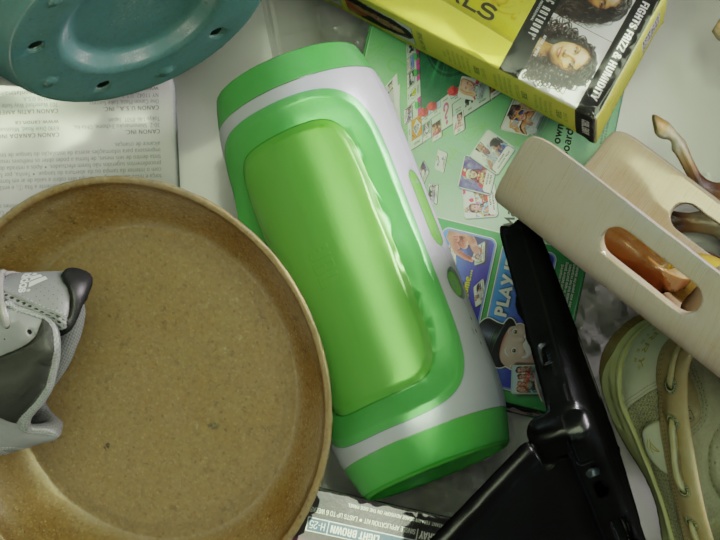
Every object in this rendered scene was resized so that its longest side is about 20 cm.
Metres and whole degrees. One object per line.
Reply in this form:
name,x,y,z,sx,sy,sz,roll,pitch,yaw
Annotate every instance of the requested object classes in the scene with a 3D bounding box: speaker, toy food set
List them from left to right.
speaker,0.000,0.000,0.943,0.088,0.088,0.201,-19,79,-7
toy food set,0.146,-0.013,0.887,0.143,0.200,0.061,39,103,11

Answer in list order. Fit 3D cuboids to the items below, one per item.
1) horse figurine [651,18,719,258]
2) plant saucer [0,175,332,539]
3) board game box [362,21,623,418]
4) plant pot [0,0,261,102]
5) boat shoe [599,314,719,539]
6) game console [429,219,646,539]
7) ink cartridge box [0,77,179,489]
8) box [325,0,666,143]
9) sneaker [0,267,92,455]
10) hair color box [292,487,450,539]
horse figurine,0.213,-0.058,1.018,0.132,0.050,0.200,35,79,7
plant saucer,-0.101,0.055,0.935,0.199,0.035,0.202,3,99,19
board game box,0.052,-0.039,1.012,0.134,0.029,0.202,14,80,-1
plant pot,-0.127,-0.176,0.918,0.199,0.201,0.162,-24,68,-8
boat shoe,0.180,0.111,0.951,0.073,0.063,0.202,-31,107,-15
game console,0.061,0.111,0.891,0.116,0.200,0.177,-18,52,7
ink cartridge box,-0.166,0.004,0.990,0.159,0.050,0.202,-2,99,-5
box,0.044,-0.142,0.983,0.199,0.050,0.076,30,84,11
sneaker,-0.178,-0.007,0.893,0.115,0.075,0.201,-10,113,13
hair color box,-0.002,0.210,0.950,0.099,0.061,0.202,12,80,-2
